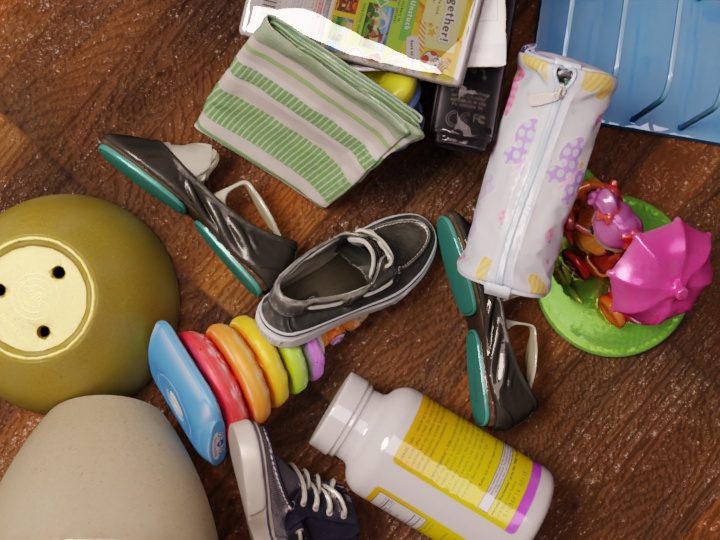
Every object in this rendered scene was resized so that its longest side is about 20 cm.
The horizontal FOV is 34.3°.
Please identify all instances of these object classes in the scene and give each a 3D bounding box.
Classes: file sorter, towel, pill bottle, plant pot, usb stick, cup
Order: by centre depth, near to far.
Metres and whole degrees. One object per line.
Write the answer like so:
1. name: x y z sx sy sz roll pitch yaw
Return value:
1. usb stick: 0.097 -0.195 0.947 0.055 0.033 0.201 11 82 -4
2. towel: -0.048 -0.122 0.965 0.152 0.200 0.023 32 65 -13
3. cup: -0.214 0.189 0.966 0.199 0.201 0.144 -3 58 -3
4. plant pot: -0.259 0.027 0.982 0.199 0.142 0.201 0 87 -3
5. pill bottle: 0.059 0.170 1.008 0.200 0.104 0.104 31 85 -1
6. file sorter: 0.262 -0.204 1.035 0.199 0.123 0.139 9 85 -2

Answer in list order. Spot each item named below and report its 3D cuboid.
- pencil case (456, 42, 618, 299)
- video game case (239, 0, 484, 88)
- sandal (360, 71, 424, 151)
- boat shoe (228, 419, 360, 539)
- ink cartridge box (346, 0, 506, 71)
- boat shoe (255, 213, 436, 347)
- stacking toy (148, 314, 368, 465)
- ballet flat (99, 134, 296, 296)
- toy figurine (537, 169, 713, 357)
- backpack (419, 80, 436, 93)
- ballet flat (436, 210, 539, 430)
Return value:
1. pencil case: 0.142 -0.078 0.947 0.083 0.091 0.201 15 104 -6
2. video game case: 0.015 -0.259 0.904 0.181 0.023 0.201 15 93 9
3. sandal: -0.021 -0.144 1.009 0.200 0.087 0.080 17 68 41
4. boat shoe: -0.053 0.186 0.977 0.092 0.200 0.075 -14 48 -10
5. ink cartridge box: 0.038 -0.260 0.934 0.162 0.057 0.201 0 96 10
6. boat shoe: 0.000 0.000 0.997 0.200 0.071 0.072 -34 76 -34
7. stacking toy: -0.073 0.073 1.018 0.200 0.116 0.110 -26 62 -22
8. ballet flat: -0.136 -0.064 1.031 0.200 0.068 0.068 43 77 -9
9. toy figurine: 0.223 -0.022 0.990 0.150 0.184 0.200 -35 88 -5
10. backpack: 0.027 -0.257 1.025 0.200 0.127 0.167 30 74 0
11. ballet flat: 0.118 0.041 1.043 0.068 0.068 0.201 -11 93 -14
